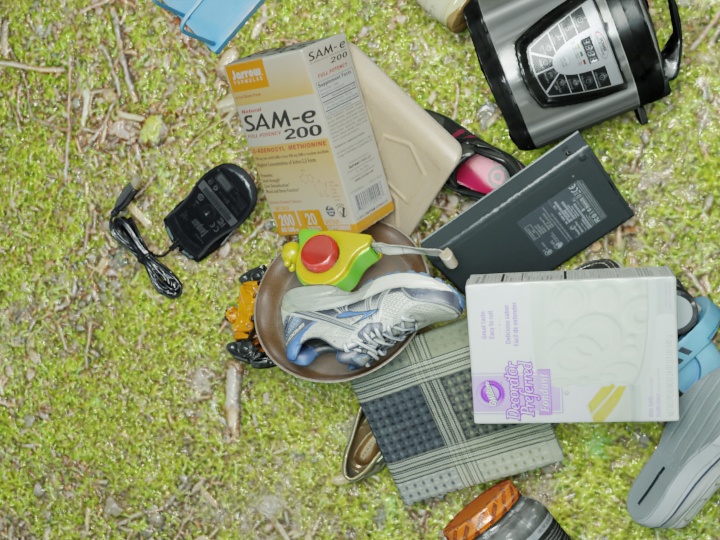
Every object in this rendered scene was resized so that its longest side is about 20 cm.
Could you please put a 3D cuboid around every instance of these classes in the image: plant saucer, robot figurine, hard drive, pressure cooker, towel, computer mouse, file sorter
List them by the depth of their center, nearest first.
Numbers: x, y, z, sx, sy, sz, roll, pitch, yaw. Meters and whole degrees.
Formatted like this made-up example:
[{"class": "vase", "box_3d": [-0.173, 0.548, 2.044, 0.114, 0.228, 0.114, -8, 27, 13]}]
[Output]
[{"class": "pressure cooker", "box_3d": [0.222, -0.235, 0.986, 0.199, 0.176, 0.179, -21, 63, 13]}, {"class": "hard drive", "box_3d": [0.179, -0.044, 1.033, 0.200, 0.140, 0.033, -35, 46, 13]}, {"class": "plant saucer", "box_3d": [-0.018, 0.035, 1.054, 0.199, 0.032, 0.201, -9, 57, 14]}, {"class": "towel", "box_3d": [0.104, 0.149, 1.056, 0.199, 0.035, 0.193, -20, 102, 18]}, {"class": "file sorter", "box_3d": [-0.207, -0.378, 1.111, 0.139, 0.123, 0.200, -45, 82, 12]}, {"class": "robot figurine", "box_3d": [-0.061, 0.051, 1.115, 0.199, 0.058, 0.145, -4, 56, 18]}, {"class": "computer mouse", "box_3d": [-0.213, -0.076, 1.173, 0.140, 0.046, 0.200, 46, 114, 3]}]

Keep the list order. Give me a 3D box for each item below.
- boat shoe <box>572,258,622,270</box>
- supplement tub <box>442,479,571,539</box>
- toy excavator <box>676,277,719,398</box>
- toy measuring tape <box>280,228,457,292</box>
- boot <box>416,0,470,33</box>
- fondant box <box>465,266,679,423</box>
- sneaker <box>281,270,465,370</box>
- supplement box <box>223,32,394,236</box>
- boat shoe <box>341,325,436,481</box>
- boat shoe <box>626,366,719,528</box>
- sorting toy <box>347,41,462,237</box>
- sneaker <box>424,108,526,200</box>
[{"class": "boat shoe", "box_3d": [0.199, 0.052, 1.057, 0.200, 0.060, 0.074, -37, 51, 16]}, {"class": "supplement tub", "box_3d": [0.188, 0.337, 1.056, 0.122, 0.123, 0.200, -39, 84, 13]}, {"class": "toy excavator", "box_3d": [0.334, 0.132, 1.028, 0.200, 0.100, 0.195, 42, 103, -1]}, {"class": "toy measuring tape", "box_3d": [0.000, 0.000, 1.005, 0.199, 0.073, 0.074, 8, 96, 28]}, {"class": "boot", "box_3d": [0.105, -0.378, 1.059, 0.155, 0.073, 0.200, 37, 92, 18]}, {"class": "fondant box", "box_3d": [0.209, 0.075, 0.959, 0.199, 0.058, 0.145, -3, 101, 13]}, {"class": "sneaker", "box_3d": [0.011, 0.060, 0.971, 0.199, 0.077, 0.085, -10, 57, 25]}, {"class": "supplement box", "box_3d": [-0.055, -0.142, 1.042, 0.126, 0.073, 0.201, 0, 114, 43]}, {"class": "boat shoe", "box_3d": [0.037, 0.153, 1.112, 0.073, 0.063, 0.201, 24, 98, 12]}, {"class": "boat shoe", "box_3d": [0.346, 0.180, 0.980, 0.067, 0.074, 0.200, 17, 119, -24]}, {"class": "sorting toy", "box_3d": [0.008, -0.126, 1.076, 0.185, 0.036, 0.200, 45, 137, 11]}, {"class": "sneaker", "box_3d": [0.099, -0.129, 1.069, 0.199, 0.084, 0.077, 22, 98, 12]}]
